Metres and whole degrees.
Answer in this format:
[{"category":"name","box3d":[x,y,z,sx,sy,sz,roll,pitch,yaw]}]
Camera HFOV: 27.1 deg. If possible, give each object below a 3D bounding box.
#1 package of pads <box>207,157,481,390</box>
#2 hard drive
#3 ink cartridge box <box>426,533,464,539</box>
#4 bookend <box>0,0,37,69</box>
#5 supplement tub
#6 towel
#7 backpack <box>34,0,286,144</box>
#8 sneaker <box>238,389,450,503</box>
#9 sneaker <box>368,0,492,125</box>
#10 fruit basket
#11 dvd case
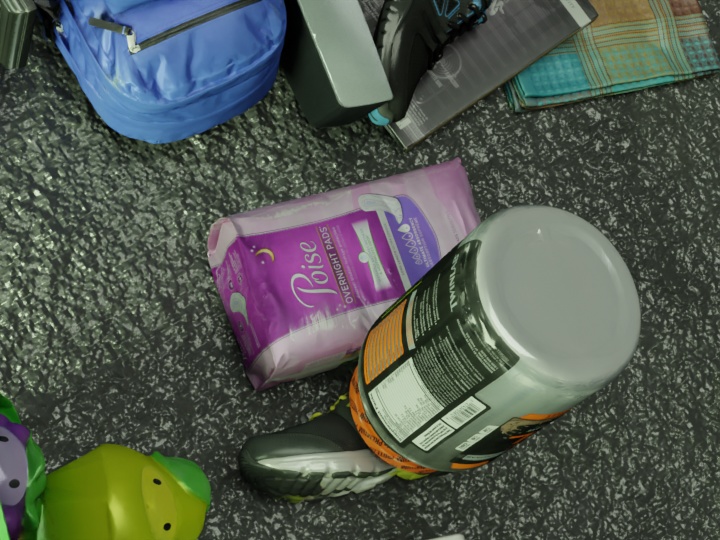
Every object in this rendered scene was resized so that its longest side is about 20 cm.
[{"category":"package of pads","box3d":[0.000,0.000,1.074,0.199,0.076,0.121,-15,75,-22]},{"category":"hard drive","box3d":[-0.043,-0.202,1.081,0.042,0.135,0.201,-23,93,-15]},{"category":"ink cartridge box","box3d":[0.013,0.289,0.980,0.145,0.084,0.201,-7,75,-19]},{"category":"bookend","box3d":[-0.351,-0.195,0.975,0.199,0.092,0.199,-29,84,-23]},{"category":"supplement tub","box3d":[0.076,0.052,0.945,0.122,0.200,0.123,11,61,-22]},{"category":"towel","box3d":[0.195,-0.214,1.236,0.199,0.022,0.147,-11,78,-21]},{"category":"backpack","box3d":[-0.148,-0.198,1.041,0.162,0.168,0.201,-25,83,-11]},{"category":"sneaker","box3d":[0.003,0.109,1.049,0.199,0.074,0.085,-4,68,-28]},{"category":"sneaker","box3d":[0.058,-0.198,1.127,0.081,0.073,0.201,19,74,-3]},{"category":"fruit basket","box3d":[-0.191,0.166,0.930,0.214,0.156,0.217,0,78,0]},{"category":"dvd case","box3d":[0.068,-0.206,1.178,0.200,0.016,0.149,-35,84,-15]}]
